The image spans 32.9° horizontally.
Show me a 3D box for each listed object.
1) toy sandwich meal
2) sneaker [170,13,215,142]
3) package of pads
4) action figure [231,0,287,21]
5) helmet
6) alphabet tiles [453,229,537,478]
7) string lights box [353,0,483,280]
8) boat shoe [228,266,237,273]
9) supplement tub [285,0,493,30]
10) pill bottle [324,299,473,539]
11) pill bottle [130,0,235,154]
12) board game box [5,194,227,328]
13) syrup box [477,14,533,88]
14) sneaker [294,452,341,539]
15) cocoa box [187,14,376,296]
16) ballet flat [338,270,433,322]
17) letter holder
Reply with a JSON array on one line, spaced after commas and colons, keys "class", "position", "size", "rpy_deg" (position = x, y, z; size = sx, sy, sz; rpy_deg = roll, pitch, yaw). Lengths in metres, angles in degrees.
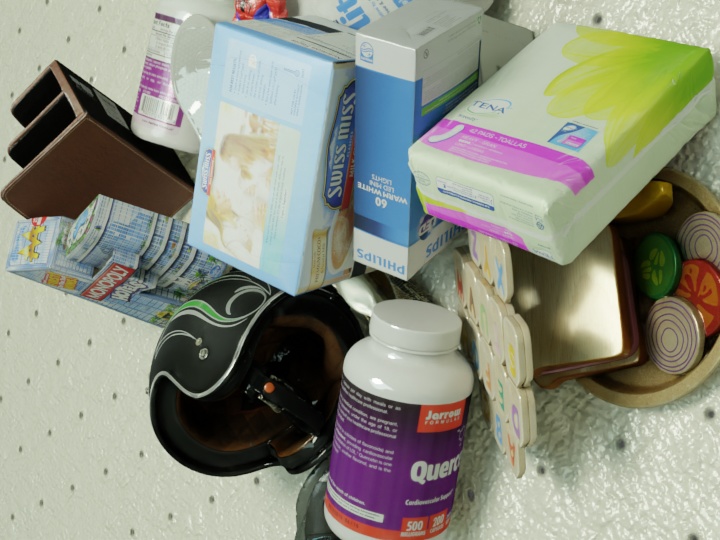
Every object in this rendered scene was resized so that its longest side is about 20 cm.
[{"class": "toy sandwich meal", "position": [0.194, 0.011, 0.931], "size": [0.204, 0.070, 0.207], "rpy_deg": [-7, 81, 47]}, {"class": "sneaker", "position": [-0.132, -0.166, 1.270], "size": [0.070, 0.099, 0.201], "rpy_deg": [-25, 79, 20]}, {"class": "package of pads", "position": [0.149, -0.103, 0.918], "size": [0.154, 0.200, 0.069], "rpy_deg": [24, 147, 45]}, {"class": "action figure", "position": [-0.090, -0.194, 1.115], "size": [0.065, 0.052, 0.201], "rpy_deg": [22, 130, 38]}, {"class": "helmet", "position": [-0.104, 0.096, 1.156], "size": [0.190, 0.199, 0.202], "rpy_deg": [-8, 80, 53]}, {"class": "alphabet tiles", "position": [0.104, 0.055, 0.972], "size": [0.200, 0.014, 0.197], "rpy_deg": [-116, 18, -68]}, {"class": "string lights box", "position": [0.045, -0.106, 0.979], "size": [0.059, 0.103, 0.201], "rpy_deg": [21, 127, 28]}, {"class": "boat shoe", "position": [-0.117, 0.033, 1.271], "size": [0.073, 0.061, 0.202], "rpy_deg": [10, 93, 47]}, {"class": "supplement tub", "position": [0.016, -0.257, 1.111], "size": [0.199, 0.131, 0.133], "rpy_deg": [-21, 71, 44]}, {"class": "pill bottle", "position": [0.034, 0.132, 1.039], "size": [0.112, 0.112, 0.202], "rpy_deg": [27, 116, 45]}, {"class": "pill bottle", "position": [-0.177, -0.234, 1.330], "size": [0.112, 0.112, 0.202], "rpy_deg": [25, 103, 46]}, {"class": "board game box", "position": [-0.264, -0.011, 1.298], "size": [0.200, 0.198, 0.062], "rpy_deg": [-29, 49, 59]}, {"class": "syrup box", "position": [0.058, -0.154, 1.091], "size": [0.199, 0.078, 0.082], "rpy_deg": [-17, 73, 45]}, {"class": "sneaker", "position": [-0.025, 0.254, 1.156], "size": [0.081, 0.073, 0.201], "rpy_deg": [25, 107, 23]}, {"class": "cocoa box", "position": [-0.049, -0.102, 1.038], "size": [0.133, 0.131, 0.202], "rpy_deg": [24, 114, 31]}, {"class": "ballet flat", "position": [0.000, 0.000, 1.139], "size": [0.200, 0.075, 0.068], "rpy_deg": [52, 122, 37]}, {"class": "letter holder", "position": [-0.306, -0.112, 1.365], "size": [0.142, 0.200, 0.101], "rpy_deg": [-42, 54, 9]}]
